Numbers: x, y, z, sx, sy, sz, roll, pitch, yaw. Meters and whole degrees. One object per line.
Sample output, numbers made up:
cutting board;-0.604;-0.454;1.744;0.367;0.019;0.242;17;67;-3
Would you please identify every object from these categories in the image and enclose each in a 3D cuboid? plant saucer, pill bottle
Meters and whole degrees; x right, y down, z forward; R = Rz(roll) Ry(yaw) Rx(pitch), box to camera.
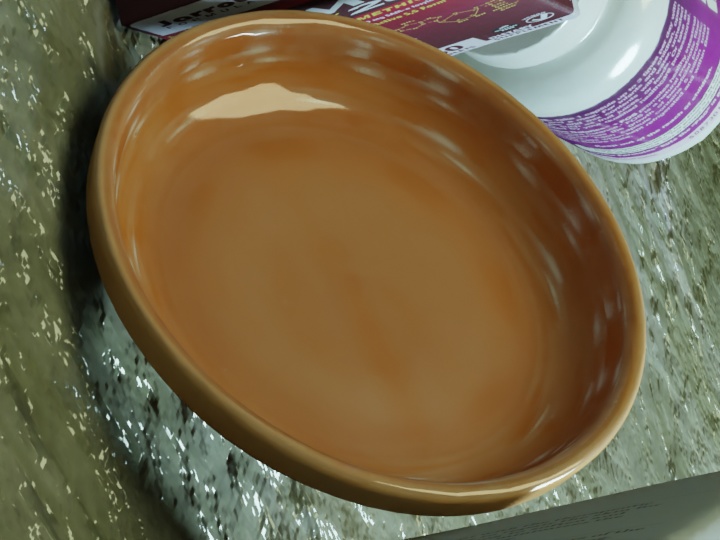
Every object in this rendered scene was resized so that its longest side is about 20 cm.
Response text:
plant saucer;0.000;0.000;0.975;0.200;0.037;0.200;16;48;-19
pill bottle;0.099;-0.118;1.334;0.200;0.112;0.112;18;58;-66

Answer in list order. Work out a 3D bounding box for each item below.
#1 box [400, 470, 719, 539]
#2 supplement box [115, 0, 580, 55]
box;0.047;0.177;0.859;0.171;0.199;0.200;-16;91;-69
supplement box;-0.004;-0.119;1.082;0.200;0.109;0.061;9;67;-66
